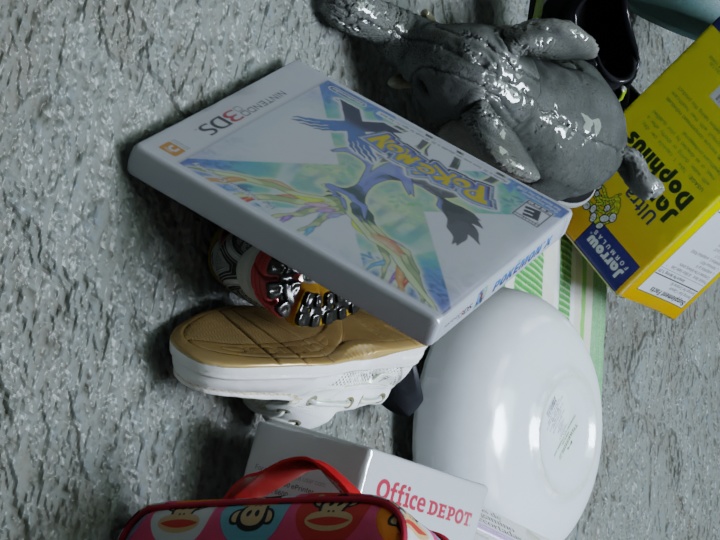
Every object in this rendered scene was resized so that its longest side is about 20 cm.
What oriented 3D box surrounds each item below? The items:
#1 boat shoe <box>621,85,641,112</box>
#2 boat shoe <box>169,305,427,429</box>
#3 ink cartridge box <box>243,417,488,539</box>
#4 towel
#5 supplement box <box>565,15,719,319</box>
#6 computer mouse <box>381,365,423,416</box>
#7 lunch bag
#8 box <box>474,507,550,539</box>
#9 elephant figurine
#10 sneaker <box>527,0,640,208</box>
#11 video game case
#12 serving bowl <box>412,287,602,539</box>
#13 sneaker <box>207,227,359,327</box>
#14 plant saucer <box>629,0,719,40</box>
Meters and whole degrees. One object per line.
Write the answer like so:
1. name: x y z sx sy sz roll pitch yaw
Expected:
1. boat shoe: 0.168 -0.132 1.607 0.200 0.068 0.072 30 63 -54
2. boat shoe: -0.038 0.063 1.249 0.200 0.071 0.069 0 120 -49
3. ink cartridge box: -0.016 0.200 1.228 0.145 0.084 0.200 25 78 -56
4. towel: 0.134 0.041 1.588 0.200 0.023 0.153 15 76 -60
5. supplement box: 0.253 -0.075 1.602 0.110 0.200 0.109 53 16 28
6. computer mouse: 0.000 0.000 1.349 0.059 0.034 0.200 -122 -164 -79
7. lunch bag: -0.048 0.182 1.098 0.082 0.200 0.176 36 59 -48
8. box: 0.118 0.201 1.412 0.200 0.041 0.039 27 18 -21
9. elephant figurine: 0.088 -0.114 1.388 0.200 0.155 0.142 33 42 -66
10. sneaker: 0.155 -0.132 1.507 0.072 0.083 0.200 -12 115 -25
11. video game case: -0.002 -0.045 1.208 0.182 0.200 0.022 -36 151 -54
12. serving bowl: 0.115 0.111 1.470 0.200 0.066 0.201 -1 91 -56
13. sneaker: -0.006 -0.017 1.270 0.200 0.082 0.078 -3 105 -47
14. plant saucer: 0.261 -0.207 1.665 0.201 0.201 0.039 22 91 -57
